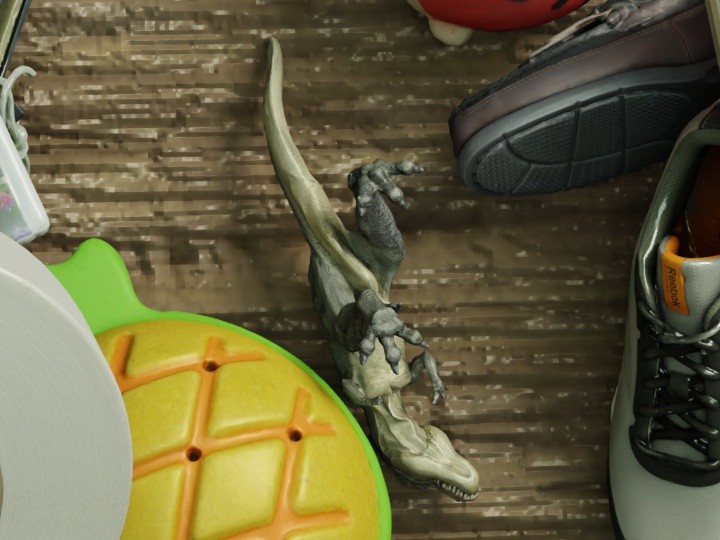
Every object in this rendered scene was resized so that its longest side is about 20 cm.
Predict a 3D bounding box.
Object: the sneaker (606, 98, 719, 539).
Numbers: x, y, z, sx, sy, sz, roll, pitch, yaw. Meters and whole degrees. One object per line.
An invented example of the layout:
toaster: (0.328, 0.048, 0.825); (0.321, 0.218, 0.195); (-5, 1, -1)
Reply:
sneaker: (0.127, 0.027, 0.976); (0.074, 0.079, 0.201); (14, 101, 27)

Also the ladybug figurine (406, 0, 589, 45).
ladybug figurine: (0.081, -0.171, 0.966); (0.072, 0.135, 0.201); (39, 116, 34)

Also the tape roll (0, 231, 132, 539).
tape roll: (-0.176, 0.072, 0.849); (0.202, 0.037, 0.204); (-11, 122, -18)

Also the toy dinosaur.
toy dinosaur: (0.000, 0.000, 0.980); (0.047, 0.088, 0.201); (-19, 90, -16)

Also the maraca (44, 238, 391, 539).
maraca: (-0.080, 0.072, 0.962); (0.200, 0.107, 0.137); (38, 66, 11)

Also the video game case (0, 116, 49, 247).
video game case: (-0.227, -0.066, 0.850); (0.181, 0.023, 0.201); (-25, 89, -7)

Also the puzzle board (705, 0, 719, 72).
puzzle board: (0.190, -0.060, 0.960); (0.151, 0.017, 0.201); (-33, 117, -41)

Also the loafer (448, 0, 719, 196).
loafer: (0.122, -0.087, 1.014); (0.199, 0.072, 0.063); (-19, 62, -10)

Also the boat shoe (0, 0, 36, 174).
boat shoe: (-0.154, -0.067, 0.977); (0.062, 0.075, 0.201); (10, 73, 0)
